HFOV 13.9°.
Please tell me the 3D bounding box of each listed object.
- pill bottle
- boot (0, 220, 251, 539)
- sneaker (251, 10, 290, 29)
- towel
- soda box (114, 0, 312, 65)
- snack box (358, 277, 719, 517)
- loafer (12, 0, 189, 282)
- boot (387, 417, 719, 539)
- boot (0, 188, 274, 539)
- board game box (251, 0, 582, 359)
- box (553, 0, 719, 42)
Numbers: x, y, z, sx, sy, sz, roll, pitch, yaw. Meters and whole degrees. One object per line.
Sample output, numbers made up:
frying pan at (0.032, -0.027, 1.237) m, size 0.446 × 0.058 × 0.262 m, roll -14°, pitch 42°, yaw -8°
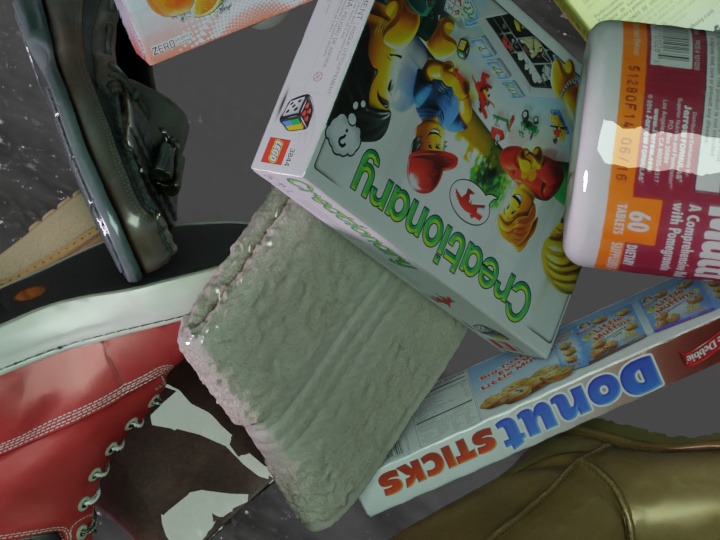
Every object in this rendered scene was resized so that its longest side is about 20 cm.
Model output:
pill bottle at (0.192, -0.045, 1.287) m, size 0.199 × 0.110 × 0.110 m, roll 7°, pitch 90°, yaw 2°
boot at (-0.111, 0.069, 1.329) m, size 0.199 × 0.072 × 0.145 m, roll -21°, pitch 111°, yaw -9°
sneaker at (-0.003, -0.200, 1.376) m, size 0.072 × 0.072 × 0.201 m, roll 23°, pitch 98°, yaw -22°
towel at (0.000, 0.000, 1.321) m, size 0.034 × 0.133 × 0.200 m, roll 8°, pitch 53°, yaw 42°
soda box at (-0.019, -0.162, 1.308) m, size 0.199 × 0.064 × 0.069 m, roll -22°, pitch 107°, yaw -4°
snack box at (0.087, 0.052, 1.359) m, size 0.199 × 0.072 × 0.024 m, roll -24°, pitch 107°, yaw 4°
loafer at (-0.108, -0.074, 1.331) m, size 0.063 × 0.200 × 0.072 m, roll -22°, pitch 131°, yaw -4°
boot at (0.095, 0.133, 1.277) m, size 0.174 × 0.200 × 0.066 m, roll 5°, pitch 112°, yaw 36°
boot at (-0.142, 0.078, 1.376) m, size 0.200 × 0.072 × 0.167 m, roll -39°, pitch 85°, yaw -1°
board game box at (0.042, -0.057, 1.302) m, size 0.034 × 0.200 × 0.127 m, roll 11°, pitch 74°, yaw 41°
box at (0.149, -0.109, 1.370) m, size 0.075 × 0.050 × 0.200 m, roll -39°, pitch 86°, yaw 2°
